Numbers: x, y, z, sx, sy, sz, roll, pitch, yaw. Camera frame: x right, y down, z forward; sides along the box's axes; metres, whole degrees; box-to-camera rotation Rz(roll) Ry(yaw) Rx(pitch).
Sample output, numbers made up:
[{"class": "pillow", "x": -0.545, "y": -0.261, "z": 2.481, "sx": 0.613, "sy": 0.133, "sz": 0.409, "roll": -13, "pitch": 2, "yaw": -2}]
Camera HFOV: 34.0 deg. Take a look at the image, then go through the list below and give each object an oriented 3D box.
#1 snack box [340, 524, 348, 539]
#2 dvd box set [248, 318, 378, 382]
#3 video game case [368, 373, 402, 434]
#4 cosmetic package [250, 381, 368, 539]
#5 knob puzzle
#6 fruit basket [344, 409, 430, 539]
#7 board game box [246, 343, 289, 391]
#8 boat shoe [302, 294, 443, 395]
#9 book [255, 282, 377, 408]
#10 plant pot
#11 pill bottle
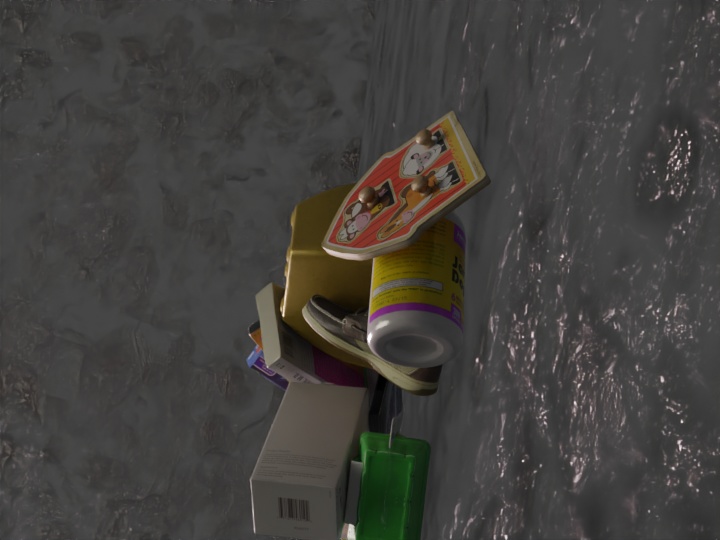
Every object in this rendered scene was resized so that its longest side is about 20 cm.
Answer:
[{"class": "snack box", "x": 0.006, "y": 0.283, "z": 1.633, "sx": 0.200, "sy": 0.052, "sz": 0.144, "roll": -62, "pitch": -30, "yaw": -74}, {"class": "dvd box set", "x": -0.047, "y": 0.118, "z": 1.707, "sx": 0.201, "sy": 0.146, "sz": 0.029, "roll": 51, "pitch": -171, "yaw": -23}, {"class": "video game case", "x": 0.036, "y": 0.195, "z": 1.592, "sx": 0.201, "sy": 0.019, "sz": 0.144, "roll": -75, "pitch": -17, "yaw": -60}, {"class": "cosmetic package", "x": -0.056, "y": 0.224, "z": 1.415, "sx": 0.200, "sy": 0.106, "sz": 0.086, "roll": -66, "pitch": -22, "yaw": -60}, {"class": "knob puzzle", "x": 0.034, "y": -0.086, "z": 1.279, "sx": 0.030, "sy": 0.218, "sz": 0.221, "roll": 48, "pitch": -155, "yaw": -29}, {"class": "fruit basket", "x": 0.030, "y": 0.264, "z": 1.425, "sx": 0.200, "sy": 0.093, "sz": 0.188, "roll": 112, "pitch": 165, "yaw": -88}, {"class": "board game box", "x": -0.052, "y": 0.138, "z": 1.758, "sx": 0.136, "sy": 0.199, "sz": 0.034, "roll": -51, "pitch": 23, "yaw": 5}, {"class": "boat shoe", "x": 0.019, "y": 0.075, "z": 1.416, "sx": 0.072, "sy": 0.200, "sz": 0.067, "roll": -7, "pitch": -55, "yaw": -57}, {"class": "book", "x": -0.054, "y": 0.116, "z": 1.585, "sx": 0.048, "sy": 0.199, "sz": 0.134, "roll": -36, "pitch": 40, "yaw": 22}, {"class": "plant pot", "x": 0.000, "y": 0.000, "z": 1.538, "sx": 0.195, "sy": 0.197, "sz": 0.197, "roll": -88, "pitch": 7, "yaw": -55}, {"class": "pill bottle", "x": 0.064, "y": -0.003, "z": 1.291, "sx": 0.105, "sy": 0.103, "sz": 0.202, "roll": 104, "pitch": 172, "yaw": -59}]
